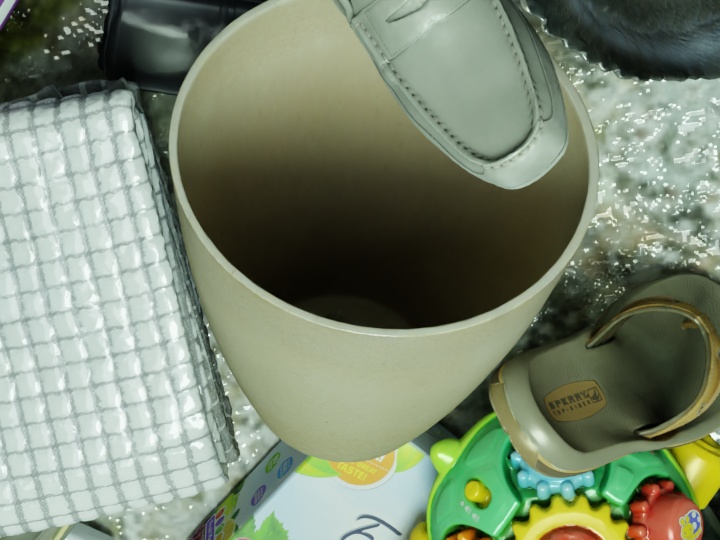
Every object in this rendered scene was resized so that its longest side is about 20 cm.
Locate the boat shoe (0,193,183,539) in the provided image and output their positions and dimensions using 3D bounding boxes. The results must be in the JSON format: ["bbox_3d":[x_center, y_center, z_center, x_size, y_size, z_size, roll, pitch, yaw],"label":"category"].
[{"bbox_3d":[-0.127,0.054,1.386,0.060,0.072,0.202,31,100,-30],"label":"boat shoe"}]

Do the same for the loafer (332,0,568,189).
[{"bbox_3d":[0.021,-0.118,1.211,0.070,0.200,0.070,-40,151,10],"label":"loafer"}]

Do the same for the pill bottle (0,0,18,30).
[{"bbox_3d":[-0.182,-0.177,1.254,0.112,0.113,0.200,30,111,-14],"label":"pill bottle"}]

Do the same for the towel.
[{"bbox_3d":[-0.156,0.017,1.297,0.165,0.086,0.201,-12,102,8],"label":"towel"}]

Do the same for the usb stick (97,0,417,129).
[{"bbox_3d":[-0.024,-0.100,1.337,0.199,0.033,0.056,8,114,-4],"label":"usb stick"}]

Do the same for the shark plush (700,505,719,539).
[{"bbox_3d":[0.203,0.190,1.450,0.091,0.083,0.200,2,115,-2],"label":"shark plush"}]

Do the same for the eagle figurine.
[{"bbox_3d":[0.133,-0.152,1.259,0.200,0.152,0.151,-15,79,-11],"label":"eagle figurine"}]

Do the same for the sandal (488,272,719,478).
[{"bbox_3d":[0.134,0.043,1.322,0.054,0.200,0.080,-42,76,36],"label":"sandal"}]

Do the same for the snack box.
[{"bbox_3d":[0.029,0.161,1.451,0.200,0.053,0.142,37,108,-17],"label":"snack box"}]

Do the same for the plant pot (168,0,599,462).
[{"bbox_3d":[0.000,0.000,1.302,0.187,0.188,0.200,6,148,-4],"label":"plant pot"}]

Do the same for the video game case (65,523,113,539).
[{"bbox_3d":[-0.254,0.172,1.461,0.200,0.022,0.182,26,112,-13],"label":"video game case"}]

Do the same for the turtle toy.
[{"bbox_3d":[0.118,0.139,1.355,0.200,0.101,0.146,32,102,-6],"label":"turtle toy"}]
